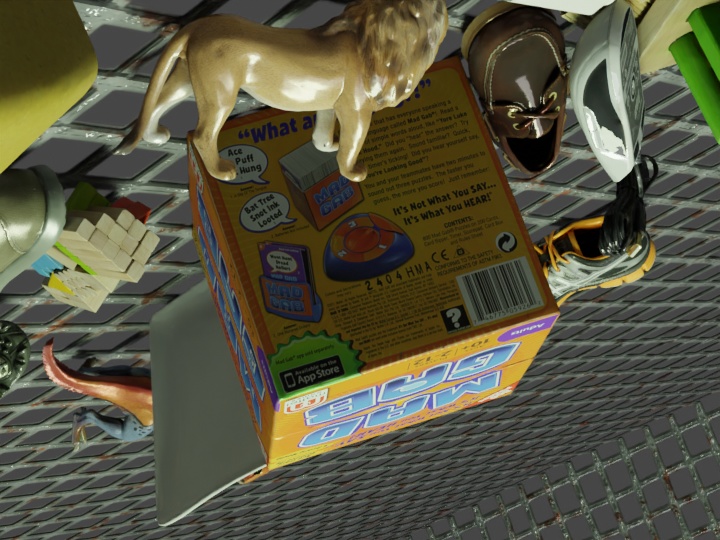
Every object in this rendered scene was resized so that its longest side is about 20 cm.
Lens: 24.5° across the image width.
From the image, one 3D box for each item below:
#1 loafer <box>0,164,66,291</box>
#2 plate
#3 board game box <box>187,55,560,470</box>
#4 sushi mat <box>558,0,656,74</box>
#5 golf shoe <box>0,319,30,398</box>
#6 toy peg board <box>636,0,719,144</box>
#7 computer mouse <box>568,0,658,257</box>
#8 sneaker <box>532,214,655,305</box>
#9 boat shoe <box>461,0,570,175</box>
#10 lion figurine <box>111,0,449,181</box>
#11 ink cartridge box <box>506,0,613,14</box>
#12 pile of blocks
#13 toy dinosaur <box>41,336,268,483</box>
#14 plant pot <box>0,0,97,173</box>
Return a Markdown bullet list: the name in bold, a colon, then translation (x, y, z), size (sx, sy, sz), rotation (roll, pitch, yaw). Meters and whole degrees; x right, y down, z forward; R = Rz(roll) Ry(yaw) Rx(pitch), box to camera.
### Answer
- **loafer**: translation (-0.274, -0.007, 1.096), size (0.069, 0.075, 0.200), rotation (6, 141, -45)
- **plate**: translation (-0.103, 0.089, 1.362), size (0.032, 0.200, 0.200), rotation (20, 141, -37)
- **board game box**: translation (0.000, 0.000, 1.188), size (0.199, 0.201, 0.200), rotation (-16, 163, -10)
- **sushi mat**: translation (0.215, -0.185, 1.175), size (0.095, 0.012, 0.200), rotation (-27, 163, 22)
- **golf shoe**: translation (-0.327, 0.081, 1.339), size (0.200, 0.077, 0.088), rotation (-28, -178, 34)
- **toy peg board**: translation (0.312, -0.179, 1.128), size (0.198, 0.098, 0.200), rotation (-17, 162, -19)
- **computer mouse**: translation (0.175, -0.106, 1.163), size (0.044, 0.110, 0.200), rotation (3, 138, 20)
- **sneaker**: translation (0.192, -0.008, 1.640), size (0.199, 0.078, 0.077), rotation (-24, 150, 2)
- **boat shoe**: translation (0.117, -0.125, 1.157), size (0.070, 0.071, 0.200), rotation (-22, 163, 4)
- **lion figurine**: translation (-0.045, -0.119, 0.976), size (0.199, 0.073, 0.123), rotation (-5, 125, -24)
- **ink cartridge box**: translation (0.095, -0.208, 0.831), size (0.199, 0.085, 0.145), rotation (-1, 156, -45)
- **pile of blocks**: translation (-0.191, -0.026, 1.158), size (0.062, 0.082, 0.200), rotation (-60, -168, -19)
- **toy dinosaur**: translation (-0.171, 0.138, 1.481), size (0.181, 0.106, 0.200), rotation (6, 168, 17)
- **plant pot**: translation (-0.225, -0.093, 0.660), size (0.200, 0.196, 0.194), rotation (-12, 163, -47)
